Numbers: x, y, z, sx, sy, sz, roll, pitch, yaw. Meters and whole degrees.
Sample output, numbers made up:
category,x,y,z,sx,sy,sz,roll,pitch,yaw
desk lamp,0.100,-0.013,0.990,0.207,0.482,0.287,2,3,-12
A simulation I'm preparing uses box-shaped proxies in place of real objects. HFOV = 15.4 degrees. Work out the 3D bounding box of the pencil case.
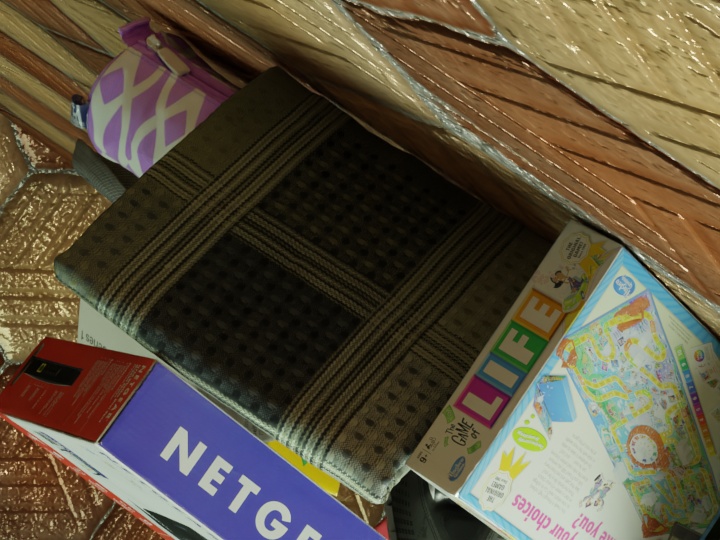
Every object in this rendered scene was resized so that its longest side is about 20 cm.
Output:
category,x,y,z,sx,sy,sz,roll,pitch,yaw
pencil case,-0.058,-0.061,1.427,0.200,0.086,0.084,31,-143,30

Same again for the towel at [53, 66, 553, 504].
category,x,y,z,sx,sy,sz,roll,pitch,yaw
towel,-0.019,0.004,1.260,0.192,0.200,0.035,33,135,11

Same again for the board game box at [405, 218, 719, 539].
category,x,y,z,sx,sy,sz,roll,pitch,yaw
board game box,0.116,0.078,1.247,0.034,0.135,0.200,30,174,39

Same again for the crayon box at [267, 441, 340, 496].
category,x,y,z,sx,sy,sz,roll,pitch,yaw
crayon box,-0.026,0.057,1.779,0.058,0.173,0.200,13,177,-4

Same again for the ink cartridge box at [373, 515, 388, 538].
category,x,y,z,sx,sy,sz,roll,pitch,yaw
ink cartridge box,0.116,0.165,1.679,0.147,0.083,0.200,52,141,7

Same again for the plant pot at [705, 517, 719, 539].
category,x,y,z,sx,sy,sz,roll,pitch,yaw
plant pot,0.248,0.203,1.513,0.200,0.187,0.187,23,180,-23

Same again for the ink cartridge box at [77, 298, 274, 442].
category,x,y,z,sx,sy,sz,roll,pitch,yaw
ink cartridge box,-0.038,0.026,1.478,0.200,0.084,0.146,-10,-157,-33

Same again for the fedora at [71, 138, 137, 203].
category,x,y,z,sx,sy,sz,roll,pitch,yaw
fedora,-0.106,-0.044,1.851,0.200,0.090,0.177,42,178,28

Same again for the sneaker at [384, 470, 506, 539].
category,x,y,z,sx,sy,sz,roll,pitch,yaw
sneaker,0.058,0.070,1.329,0.066,0.200,0.091,14,163,-8

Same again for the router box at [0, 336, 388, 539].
category,x,y,z,sx,sy,sz,roll,pitch,yaw
router box,-0.068,0.113,1.296,0.200,0.049,0.179,39,168,-19
